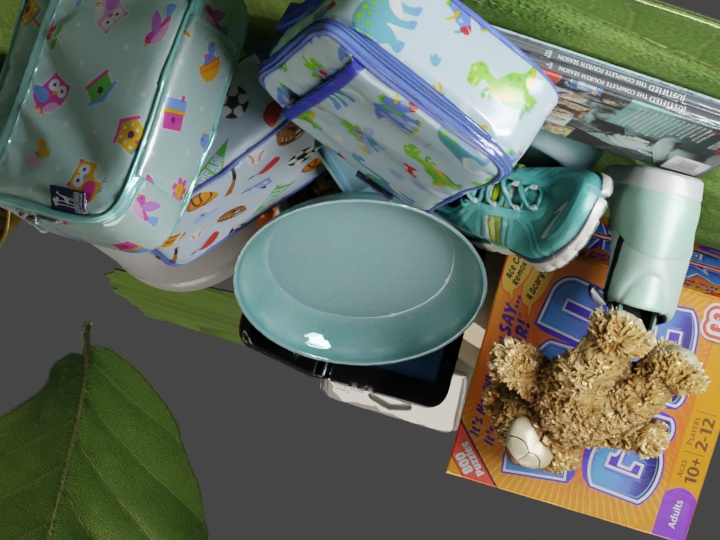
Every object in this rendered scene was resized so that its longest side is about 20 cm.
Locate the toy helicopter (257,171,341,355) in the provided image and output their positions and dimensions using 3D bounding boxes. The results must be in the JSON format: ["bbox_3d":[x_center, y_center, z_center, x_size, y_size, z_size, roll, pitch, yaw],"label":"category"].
[{"bbox_3d":[-0.039,-0.030,1.553,0.132,0.202,0.079,4,-177,-36],"label":"toy helicopter"}]

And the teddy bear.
[{"bbox_3d":[0.163,0.094,1.384,0.199,0.067,0.145,-21,133,37],"label":"teddy bear"}]

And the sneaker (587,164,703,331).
[{"bbox_3d":[0.205,-0.014,1.409,0.073,0.119,0.200,15,-178,5],"label":"sneaker"}]

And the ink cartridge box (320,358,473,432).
[{"bbox_3d":[0.059,0.050,1.879,0.145,0.201,0.085,15,134,9],"label":"ink cartridge box"}]

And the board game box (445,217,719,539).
[{"bbox_3d":[0.199,0.075,1.562,0.199,0.201,0.200,16,-166,5],"label":"board game box"}]

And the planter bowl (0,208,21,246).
[{"bbox_3d":[-0.351,-0.124,1.821,0.083,0.202,0.200,-20,-166,-32],"label":"planter bowl"}]

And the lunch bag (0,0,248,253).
[{"bbox_3d":[-0.175,-0.115,1.267,0.159,0.201,0.077,14,170,31],"label":"lunch bag"}]

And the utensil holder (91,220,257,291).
[{"bbox_3d":[-0.180,-0.091,1.576,0.169,0.171,0.200,13,168,23],"label":"utensil holder"}]

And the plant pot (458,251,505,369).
[{"bbox_3d":[0.168,0.044,1.749,0.183,0.201,0.200,30,170,-9],"label":"plant pot"}]

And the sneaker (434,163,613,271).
[{"bbox_3d":[0.110,-0.049,1.400,0.079,0.078,0.200,31,166,-28],"label":"sneaker"}]

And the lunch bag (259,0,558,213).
[{"bbox_3d":[0.022,-0.116,1.198,0.160,0.083,0.200,38,167,-11],"label":"lunch bag"}]

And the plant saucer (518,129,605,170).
[{"bbox_3d":[0.084,-0.104,1.424,0.199,0.028,0.200,17,172,2],"label":"plant saucer"}]

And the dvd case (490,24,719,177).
[{"bbox_3d":[0.155,-0.110,1.258,0.199,0.022,0.146,19,172,-4],"label":"dvd case"}]

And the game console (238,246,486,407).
[{"bbox_3d":[0.008,-0.004,1.629,0.118,0.201,0.172,7,166,36],"label":"game console"}]

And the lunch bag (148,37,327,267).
[{"bbox_3d":[-0.096,-0.083,1.401,0.076,0.199,0.160,60,-174,15],"label":"lunch bag"}]

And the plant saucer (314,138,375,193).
[{"bbox_3d":[0.009,-0.088,1.412,0.070,0.019,0.200,-28,166,2],"label":"plant saucer"}]

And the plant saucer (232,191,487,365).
[{"bbox_3d":[0.000,0.000,1.483,0.198,0.036,0.201,1,140,1],"label":"plant saucer"}]
